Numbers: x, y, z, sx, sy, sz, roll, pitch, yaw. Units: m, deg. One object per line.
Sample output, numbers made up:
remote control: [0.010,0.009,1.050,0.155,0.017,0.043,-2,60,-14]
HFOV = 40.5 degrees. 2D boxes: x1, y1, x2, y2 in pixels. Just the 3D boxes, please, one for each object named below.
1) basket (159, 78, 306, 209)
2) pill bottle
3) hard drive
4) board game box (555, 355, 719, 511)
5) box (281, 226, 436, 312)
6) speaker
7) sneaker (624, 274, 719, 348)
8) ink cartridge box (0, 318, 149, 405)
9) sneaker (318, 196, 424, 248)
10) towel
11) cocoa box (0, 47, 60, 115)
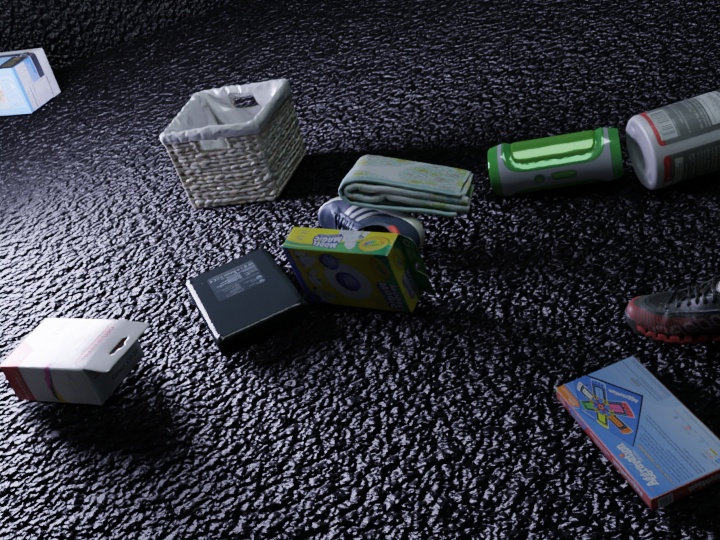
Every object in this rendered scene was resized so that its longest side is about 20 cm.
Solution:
basket: [-0.226,-0.236,1.800,0.197,0.162,0.200,-4,34,20]
pill bottle: [0.504,-0.199,1.434,0.199,0.114,0.114,-17,31,-1]
hard drive: [-0.171,0.042,1.451,0.139,0.033,0.200,-24,31,-12]
board game box: [0.299,0.166,1.037,0.102,0.020,0.200,-20,31,-8]
box: [0.000,0.000,1.353,0.199,0.118,0.049,3,47,30]
speaker: [0.301,-0.167,1.510,0.199,0.089,0.089,-7,32,15]
sneaker: [0.398,0.041,1.116,0.199,0.098,0.071,7,40,36]
ink cartridge box: [-0.394,0.128,1.388,0.199,0.068,0.117,0,35,28]
sneaker: [-0.002,-0.060,1.492,0.199,0.075,0.084,12,37,39]
towel: [0.077,-0.130,1.520,0.199,0.048,0.171,10,19,8]
cocoa box: [-0.927,-0.496,2.584,0.199,0.134,0.131,1,35,27]
